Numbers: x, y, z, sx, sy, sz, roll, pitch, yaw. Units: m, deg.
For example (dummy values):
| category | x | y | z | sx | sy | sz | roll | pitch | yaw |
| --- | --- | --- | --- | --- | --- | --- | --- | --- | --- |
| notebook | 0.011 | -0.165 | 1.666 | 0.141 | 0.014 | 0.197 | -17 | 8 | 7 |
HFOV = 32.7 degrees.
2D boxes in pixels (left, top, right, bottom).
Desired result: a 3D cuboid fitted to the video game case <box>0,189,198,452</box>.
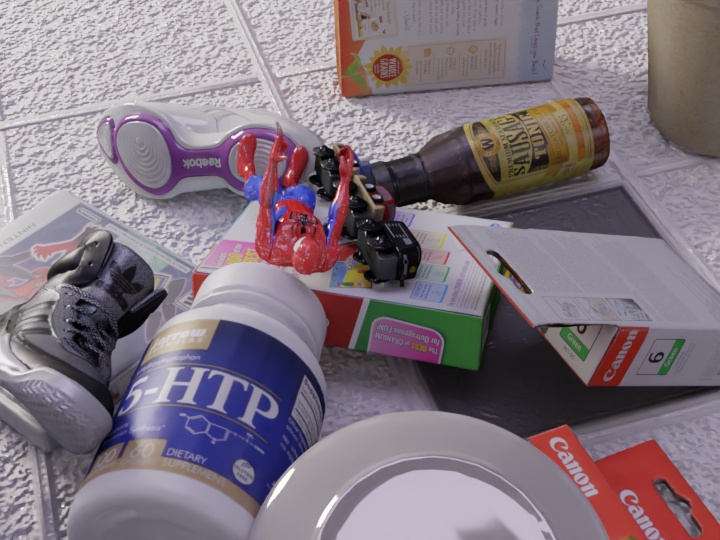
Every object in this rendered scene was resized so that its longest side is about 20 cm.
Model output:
| category | x | y | z | sx | sy | sz | roll | pitch | yaw |
| --- | --- | --- | --- | --- | --- | --- | --- | --- | --- |
| video game case | -0.219 | 0.026 | 0.887 | 0.199 | 0.023 | 0.182 | 28 | 49 | 30 |

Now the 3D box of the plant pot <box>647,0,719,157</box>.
| category | x | y | z | sx | sy | sz | roll | pitch | yaw |
| --- | --- | --- | --- | --- | --- | --- | --- | --- | --- |
| plant pot | 0.314 | -0.203 | 1.006 | 0.198 | 0.185 | 0.202 | -2 | 40 | 1 |

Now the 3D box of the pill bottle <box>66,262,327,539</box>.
| category | x | y | z | sx | sy | sz | roll | pitch | yaw |
| --- | --- | --- | --- | --- | --- | --- | --- | --- | --- |
| pill bottle | -0.084 | 0.093 | 0.729 | 0.118 | 0.121 | 0.201 | 6 | 41 | 9 |

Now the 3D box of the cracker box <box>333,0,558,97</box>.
| category | x | y | z | sx | sy | sz | roll | pitch | yaw |
| --- | --- | --- | --- | --- | --- | --- | --- | --- | --- |
| cracker box | 0.075 | -0.233 | 1.091 | 0.197 | 0.135 | 0.058 | -5 | 39 | -4 |

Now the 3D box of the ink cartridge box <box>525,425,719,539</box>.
| category | x | y | z | sx | sy | sz | roll | pitch | yaw |
| --- | --- | --- | --- | --- | --- | --- | --- | --- | --- |
| ink cartridge box | 0.112 | 0.149 | 0.694 | 0.198 | 0.051 | 0.109 | -17 | 43 | -15 |

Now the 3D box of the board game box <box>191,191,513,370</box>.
| category | x | y | z | sx | sy | sz | roll | pitch | yaw |
| --- | --- | --- | --- | --- | --- | --- | --- | --- | --- |
| board game box | 0.000 | 0.000 | 0.866 | 0.197 | 0.041 | 0.153 | 9 | 28 | 12 |

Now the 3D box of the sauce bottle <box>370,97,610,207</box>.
| category | x | y | z | sx | sy | sz | roll | pitch | yaw |
| --- | --- | --- | --- | --- | --- | --- | --- | --- | --- |
| sauce bottle | 0.100 | -0.087 | 0.974 | 0.198 | 0.067 | 0.066 | -18 | 43 | -16 |

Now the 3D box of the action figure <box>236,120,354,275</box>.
| category | x | y | z | sx | sy | sz | roll | pitch | yaw |
| --- | --- | --- | --- | --- | --- | --- | --- | --- | --- |
| action figure | -0.043 | -0.067 | 0.830 | 0.064 | 0.100 | 0.200 | 10 | 24 | -16 |

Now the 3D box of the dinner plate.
| category | x | y | z | sx | sy | sz | roll | pitch | yaw |
| --- | --- | --- | --- | --- | --- | --- | --- | --- | --- |
| dinner plate | 0.038 | 0.158 | 0.613 | 0.197 | 0.024 | 0.202 | 3 | 59 | -4 |

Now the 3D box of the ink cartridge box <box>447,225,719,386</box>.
| category | x | y | z | sx | sy | sz | roll | pitch | yaw |
| --- | --- | --- | --- | --- | --- | --- | --- | --- | --- |
| ink cartridge box | 0.151 | 0.024 | 0.796 | 0.198 | 0.051 | 0.109 | 3 | 34 | -33 |

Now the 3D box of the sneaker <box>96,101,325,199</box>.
| category | x | y | z | sx | sy | sz | roll | pitch | yaw |
| --- | --- | --- | --- | --- | --- | --- | --- | --- | --- |
| sneaker | -0.122 | -0.098 | 1.009 | 0.198 | 0.076 | 0.100 | 10 | 17 | 19 |

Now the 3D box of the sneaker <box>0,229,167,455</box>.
| category | x | y | z | sx | sy | sz | roll | pitch | yaw |
| --- | --- | --- | --- | --- | --- | --- | --- | --- | --- |
| sneaker | -0.166 | 0.035 | 0.733 | 0.114 | 0.076 | 0.200 | -47 | 24 | -13 |

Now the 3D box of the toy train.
| category | x | y | z | sx | sy | sz | roll | pitch | yaw |
| --- | --- | --- | --- | --- | --- | --- | --- | --- | --- |
| toy train | 0.003 | -0.046 | 0.872 | 0.045 | 0.034 | 0.200 | -1 | 27 | -16 |
